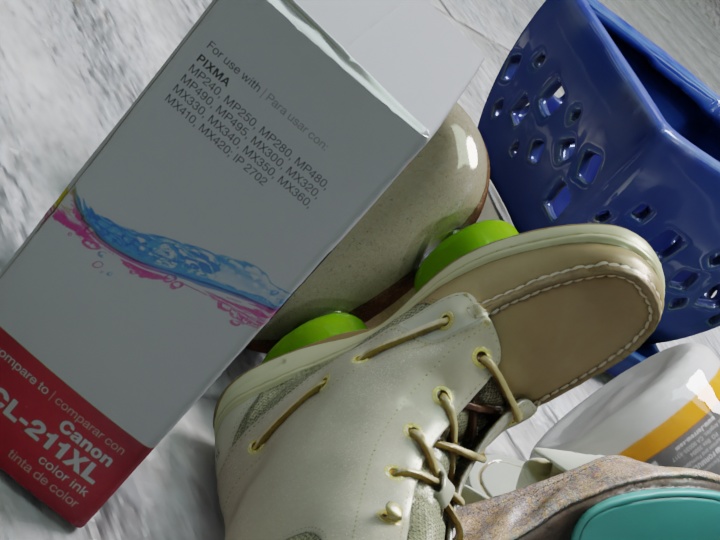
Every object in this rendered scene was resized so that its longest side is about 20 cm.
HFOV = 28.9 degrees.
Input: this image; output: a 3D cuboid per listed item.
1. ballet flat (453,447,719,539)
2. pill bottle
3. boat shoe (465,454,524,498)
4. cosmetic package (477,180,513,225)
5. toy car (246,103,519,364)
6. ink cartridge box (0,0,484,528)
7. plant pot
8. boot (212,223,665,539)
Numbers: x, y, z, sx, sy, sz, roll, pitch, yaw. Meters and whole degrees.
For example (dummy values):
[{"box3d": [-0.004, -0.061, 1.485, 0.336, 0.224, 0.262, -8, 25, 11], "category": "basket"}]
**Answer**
[{"box3d": [0.071, 0.109, 0.595, 0.200, 0.068, 0.067, -9, 33, -27], "category": "ballet flat"}, {"box3d": [0.186, 0.147, 0.721, 0.200, 0.116, 0.116, 54, 23, 0], "category": "pill bottle"}, {"box3d": [0.121, 0.168, 0.656, 0.200, 0.062, 0.075, 37, 38, 8], "category": "boat shoe"}, {"box3d": [0.016, -0.088, 0.885, 0.200, 0.071, 0.105, 60, 3, 33], "category": "cosmetic package"}, {"box3d": [0.000, 0.000, 0.720, 0.164, 0.158, 0.200, 58, -2, 24], "category": "toy car"}, {"box3d": [-0.054, -0.022, 0.522, 0.083, 0.200, 0.146, 42, 23, -3], "category": "ink cartridge box"}, {"box3d": [0.177, -0.049, 0.986, 0.200, 0.180, 0.200, 28, 26, -33], "category": "plant pot"}, {"box3d": [0.030, 0.070, 0.516, 0.072, 0.200, 0.155, 58, 16, -27], "category": "boot"}]
